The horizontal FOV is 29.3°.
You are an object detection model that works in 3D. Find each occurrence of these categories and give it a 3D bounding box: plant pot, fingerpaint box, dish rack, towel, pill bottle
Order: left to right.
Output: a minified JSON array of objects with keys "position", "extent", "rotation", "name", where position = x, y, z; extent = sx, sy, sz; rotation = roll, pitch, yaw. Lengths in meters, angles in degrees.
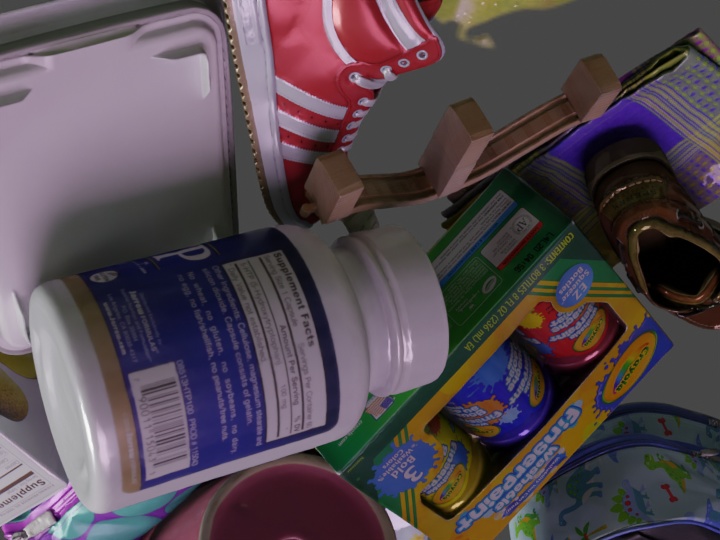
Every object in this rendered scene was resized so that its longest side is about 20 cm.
[{"position":[-0.137,-0.045,0.723],"extent":[0.171,0.044,0.201],"rotation":[-19,131,-23],"name":"dish rack"},{"position":[-0.061,0.042,0.720],"extent":[0.199,0.120,0.120],"rotation":[-14,145,-23],"name":"pill bottle"},{"position":[-0.059,0.209,0.902],"extent":[0.199,0.201,0.179],"rotation":[3,152,-17],"name":"plant pot"},{"position":[0.079,0.066,0.857],"extent":[0.200,0.073,0.167],"rotation":[-47,136,1],"name":"fingerpaint box"},{"position":[0.164,-0.057,0.865],"extent":[0.200,0.023,0.143],"rotation":[-34,135,27],"name":"towel"}]

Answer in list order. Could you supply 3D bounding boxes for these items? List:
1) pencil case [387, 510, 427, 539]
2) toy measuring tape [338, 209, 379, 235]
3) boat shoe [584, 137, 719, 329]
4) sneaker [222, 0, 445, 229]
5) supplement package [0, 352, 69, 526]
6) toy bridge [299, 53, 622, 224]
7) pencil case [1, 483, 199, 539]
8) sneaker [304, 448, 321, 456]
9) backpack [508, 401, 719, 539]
[{"position":[-0.045,0.186,1.072],"extent":[0.199,0.084,0.091],"rotation":[-8,166,-3],"name":"pencil case"},{"position":[0.000,0.000,0.856],"extent":[0.073,0.074,0.200],"rotation":[-16,144,7],"name":"toy measuring tape"},{"position":[0.200,-0.001,0.870],"extent":[0.072,0.068,0.200],"rotation":[-31,138,21],"name":"boat shoe"},{"position":[-0.006,-0.100,0.733],"extent":[0.112,0.072,0.201],"rotation":[-7,140,1],"name":"sneaker"},{"position":[-0.262,0.050,0.789],"extent":[0.109,0.114,0.200],"rotation":[-31,122,24],"name":"supplement package"},{"position":[0.052,-0.066,0.764],"extent":[0.199,0.027,0.067],"rotation":[-23,162,-25],"name":"toy bridge"},{"position":[-0.144,0.119,0.851],"extent":[0.200,0.085,0.092],"rotation":[-46,164,32],"name":"pencil case"},{"position":[0.007,0.103,0.945],"extent":[0.106,0.075,0.200],"rotation":[13,167,30],"name":"sneaker"},{"position":[0.218,0.196,1.093],"extent":[0.199,0.148,0.183],"rotation":[18,135,-37],"name":"backpack"}]
